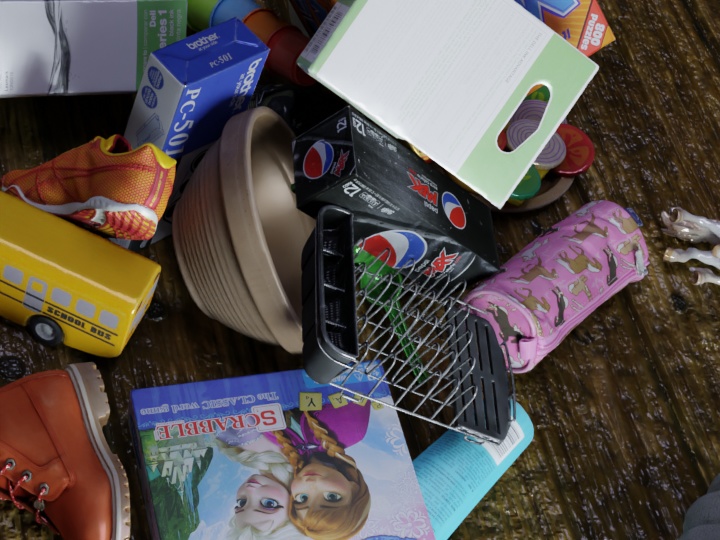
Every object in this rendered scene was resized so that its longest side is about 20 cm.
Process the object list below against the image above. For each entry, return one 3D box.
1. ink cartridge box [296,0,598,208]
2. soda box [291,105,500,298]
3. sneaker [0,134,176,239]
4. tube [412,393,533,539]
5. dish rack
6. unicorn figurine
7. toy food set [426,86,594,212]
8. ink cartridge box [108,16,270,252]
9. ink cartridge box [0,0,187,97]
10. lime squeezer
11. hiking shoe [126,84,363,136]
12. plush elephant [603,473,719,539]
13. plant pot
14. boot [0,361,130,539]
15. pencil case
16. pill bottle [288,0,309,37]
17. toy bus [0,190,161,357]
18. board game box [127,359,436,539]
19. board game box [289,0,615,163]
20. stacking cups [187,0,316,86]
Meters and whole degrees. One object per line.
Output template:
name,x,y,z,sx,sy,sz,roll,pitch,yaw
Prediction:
ink cartridge box,0.070,-0.165,1.401,0.199,0.146,0.048,34,3,-21
soda box,0.031,-0.051,1.429,0.200,0.063,0.071,31,42,-43
sneaker,-0.210,-0.066,1.378,0.073,0.199,0.078,37,67,-42
tube,0.058,0.170,1.350,0.077,0.051,0.200,34,50,22
dish rack,0.042,0.049,1.350,0.199,0.055,0.154,23,41,-23
unicorn figurine,0.354,0.005,1.600,0.137,0.074,0.201,15,38,-24
toy food set,0.120,-0.132,1.652,0.197,0.049,0.200,33,45,9
ink cartridge box,-0.145,-0.105,1.406,0.044,0.200,0.094,45,47,18
ink cartridge box,-0.264,-0.201,1.490,0.199,0.085,0.146,-4,18,-27
lime squeezer,0.000,0.000,1.445,0.201,0.038,0.071,57,33,-17
hiking shoe,-0.100,-0.135,1.513,0.199,0.101,0.076,-6,85,-28
plush elephant,0.281,0.228,1.306,0.199,0.155,0.165,34,45,10
plant pot,-0.088,-0.021,1.399,0.092,0.201,0.202,-17,46,14
boot,-0.220,0.152,1.235,0.107,0.075,0.201,-5,43,-22
pencil case,0.170,0.013,1.516,0.200,0.086,0.083,-34,101,-41
pill bottle,0.031,-0.273,1.695,0.199,0.120,0.120,-28,63,-39
toy bus,-0.260,-0.005,1.353,0.199,0.079,0.065,25,44,1
board game box,-0.057,0.165,1.285,0.199,0.041,0.200,-7,52,-15
board game box,0.059,-0.243,1.510,0.199,0.201,0.200,-32,19,-6
stacking cups,-0.101,-0.221,1.592,0.060,0.061,0.200,-22,42,-36
